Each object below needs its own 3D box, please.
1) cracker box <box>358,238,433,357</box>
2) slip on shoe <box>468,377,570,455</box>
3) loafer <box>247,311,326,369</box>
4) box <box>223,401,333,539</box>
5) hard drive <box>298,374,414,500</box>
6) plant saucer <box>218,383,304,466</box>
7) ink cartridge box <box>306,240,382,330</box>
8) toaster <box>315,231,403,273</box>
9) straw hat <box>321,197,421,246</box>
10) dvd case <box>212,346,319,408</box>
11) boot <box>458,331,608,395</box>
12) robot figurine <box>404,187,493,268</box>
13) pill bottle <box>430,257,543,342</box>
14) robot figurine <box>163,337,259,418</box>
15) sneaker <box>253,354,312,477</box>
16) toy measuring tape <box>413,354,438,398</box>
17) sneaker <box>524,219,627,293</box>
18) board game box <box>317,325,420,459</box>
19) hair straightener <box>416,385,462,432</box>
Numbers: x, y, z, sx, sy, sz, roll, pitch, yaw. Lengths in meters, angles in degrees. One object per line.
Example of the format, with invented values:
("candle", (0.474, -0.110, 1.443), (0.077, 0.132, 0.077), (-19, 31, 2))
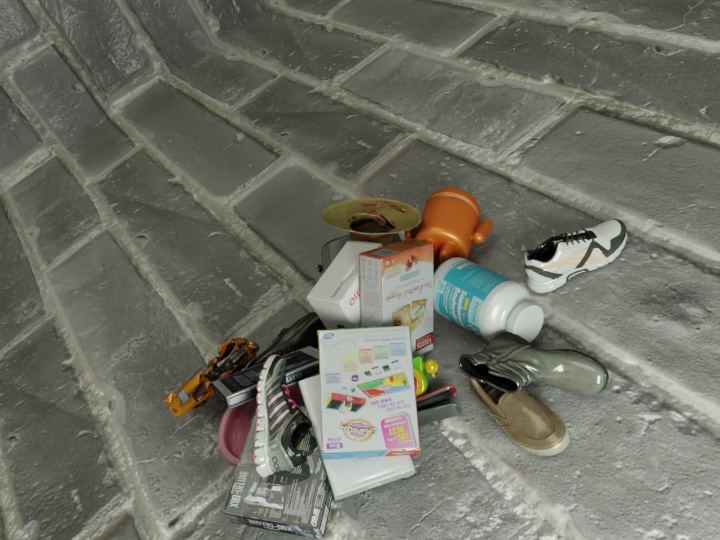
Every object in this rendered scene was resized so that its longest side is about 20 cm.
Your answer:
("cracker box", (0.064, 0.057, 1.307), (0.058, 0.201, 0.134), (15, 24, 42))
("slip on shoe", (0.236, 0.207, 1.165), (0.076, 0.061, 0.200), (-36, 38, -8))
("loafer", (-0.140, 0.153, 1.483), (0.200, 0.073, 0.071), (-36, 26, -12))
("box", (-0.115, 0.316, 1.227), (0.157, 0.050, 0.201), (5, 56, 12))
("hard drive", (-0.009, 0.249, 1.215), (0.131, 0.026, 0.201), (-16, 57, -9))
("plant saucer", (-0.158, 0.275, 1.364), (0.200, 0.051, 0.201), (-19, 39, 16))
("ink cartridge box", (0.010, 0.066, 1.362), (0.084, 0.200, 0.146), (8, 51, 39))
("toaster", (0.000, 0.000, 1.516), (0.199, 0.114, 0.129), (-16, 42, 10))
("straw hat", (0.022, -0.066, 1.428), (0.200, 0.085, 0.201), (2, 24, -1))
("dvd case", (-0.157, 0.187, 1.359), (0.199, 0.025, 0.150), (-18, 8, -19))
("boot", (0.257, 0.159, 1.141), (0.199, 0.068, 0.130), (16, 23, 32))
("robot figurine", (0.172, -0.082, 1.493), (0.144, 0.117, 0.200), (-25, 33, 43))
("pill bottle", (0.217, 0.057, 1.307), (0.111, 0.111, 0.200), (-43, 38, -16))
("robot figurine", (-0.281, 0.199, 1.466), (0.200, 0.058, 0.145), (-43, -5, 3))
("sneaker", (-0.119, 0.229, 1.216), (0.087, 0.074, 0.201), (-4, 58, 5))
("toy measuring tape", (0.047, 0.208, 1.290), (0.199, 0.074, 0.074), (-28, 37, 12))
("sneaker", (0.378, -0.037, 1.333), (0.199, 0.080, 0.074), (-31, 36, -2))
("board game box", (0.011, 0.190, 1.195), (0.152, 0.040, 0.201), (-2, 66, -1))
("hair straightener", (0.071, 0.252, 1.234), (0.199, 0.041, 0.077), (-18, 45, 4))
